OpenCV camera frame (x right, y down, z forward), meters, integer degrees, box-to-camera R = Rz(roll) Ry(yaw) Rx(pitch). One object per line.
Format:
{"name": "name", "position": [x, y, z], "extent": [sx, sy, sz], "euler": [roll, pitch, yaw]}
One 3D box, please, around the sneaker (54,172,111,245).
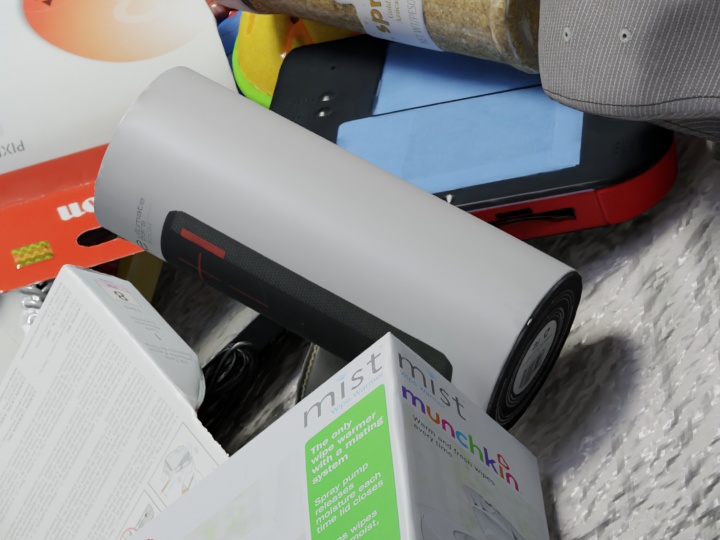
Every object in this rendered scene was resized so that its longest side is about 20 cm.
{"name": "sneaker", "position": [-0.158, -0.065, 1.512], "extent": [0.115, 0.076, 0.200], "euler": [7, 41, 18]}

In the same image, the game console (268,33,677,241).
{"name": "game console", "position": [0.049, -0.071, 1.256], "extent": [0.200, 0.031, 0.177], "euler": [-9, 38, 15]}

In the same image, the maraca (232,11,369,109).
{"name": "maraca", "position": [0.027, -0.130, 1.394], "extent": [0.200, 0.107, 0.137], "euler": [-7, 48, 24]}

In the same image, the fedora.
{"name": "fedora", "position": [0.146, -0.099, 1.119], "extent": [0.200, 0.177, 0.090], "euler": [5, 85, 42]}

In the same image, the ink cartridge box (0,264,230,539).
{"name": "ink cartridge box", "position": [-0.114, 0.116, 1.265], "extent": [0.200, 0.057, 0.163], "euler": [43, 110, 40]}

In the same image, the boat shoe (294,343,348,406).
{"name": "boat shoe", "position": [0.000, 0.000, 1.281], "extent": [0.072, 0.068, 0.200], "euler": [-24, 35, 39]}

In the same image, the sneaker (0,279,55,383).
{"name": "sneaker", "position": [-0.173, 0.029, 1.473], "extent": [0.200, 0.073, 0.071], "euler": [-130, 40, -58]}

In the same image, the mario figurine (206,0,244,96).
{"name": "mario figurine", "position": [-0.043, -0.118, 1.551], "extent": [0.123, 0.106, 0.200], "euler": [-7, 44, 2]}

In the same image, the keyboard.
{"name": "keyboard", "position": [-0.085, 0.079, 1.357], "extent": [0.200, 0.040, 0.104], "euler": [-44, 1, 10]}

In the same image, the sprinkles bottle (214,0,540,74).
{"name": "sprinkles bottle", "position": [0.012, -0.142, 1.289], "extent": [0.200, 0.068, 0.068], "euler": [16, 64, 38]}

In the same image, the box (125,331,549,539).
{"name": "box", "position": [-0.024, 0.154, 1.052], "extent": [0.200, 0.097, 0.177], "euler": [-39, 28, 21]}

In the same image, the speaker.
{"name": "speaker", "position": [-0.011, -0.010, 1.152], "extent": [0.081, 0.200, 0.081], "euler": [-53, -18, -26]}

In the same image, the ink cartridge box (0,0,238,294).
{"name": "ink cartridge box", "position": [-0.143, -0.084, 1.439], "extent": [0.162, 0.050, 0.200], "euler": [-17, 39, -11]}

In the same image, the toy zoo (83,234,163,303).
{"name": "toy zoo", "position": [-0.147, -0.035, 1.565], "extent": [0.200, 0.020, 0.131], "euler": [6, 83, 61]}
